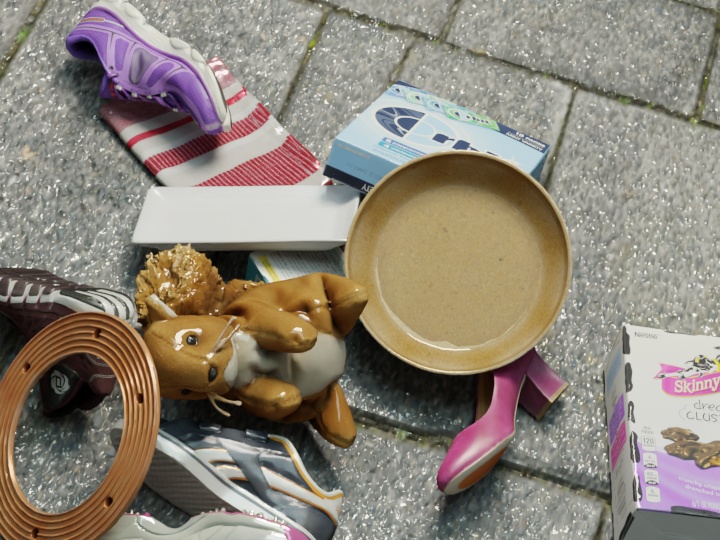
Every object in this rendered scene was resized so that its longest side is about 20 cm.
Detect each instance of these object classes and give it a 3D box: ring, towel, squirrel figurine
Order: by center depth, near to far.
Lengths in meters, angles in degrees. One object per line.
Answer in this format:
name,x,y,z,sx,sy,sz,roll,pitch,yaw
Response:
ring,-0.230,0.131,1.578,0.019,0.200,0.201,23,33,-46
squirrel figurine,-0.118,0.062,1.654,0.186,0.142,0.200,-6,24,-39
towel,-0.138,-0.118,1.904,0.144,0.023,0.200,-27,60,-30

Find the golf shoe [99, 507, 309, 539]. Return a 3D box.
golf shoe,-0.135,0.237,1.545,0.199,0.075,0.092,-4,56,18

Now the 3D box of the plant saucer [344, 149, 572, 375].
plant saucer,0.086,-0.005,1.744,0.199,0.035,0.201,0,79,2

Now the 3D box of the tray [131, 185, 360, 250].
tray,-0.102,-0.044,1.800,0.199,0.022,0.107,0,29,4

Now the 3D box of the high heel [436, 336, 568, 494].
high heel,0.099,0.115,1.716,0.096,0.067,0.200,41,48,10

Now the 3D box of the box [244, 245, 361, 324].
box,0.000,0.000,1.812,0.200,0.049,0.082,-18,54,-25

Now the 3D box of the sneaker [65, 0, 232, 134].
sneaker,-0.202,-0.181,1.896,0.200,0.081,0.083,36,69,26

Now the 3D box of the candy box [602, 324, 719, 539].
candy box,0.305,0.153,1.731,0.167,0.072,0.200,7,49,-6

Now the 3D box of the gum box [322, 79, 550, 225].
gum box,0.077,-0.105,1.879,0.170,0.045,0.200,24,26,9

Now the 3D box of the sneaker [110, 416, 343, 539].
sneaker,-0.107,0.166,1.625,0.200,0.078,0.079,33,58,2

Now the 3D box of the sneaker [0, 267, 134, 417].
sneaker,-0.275,0.063,1.685,0.076,0.116,0.200,-1,11,-45
